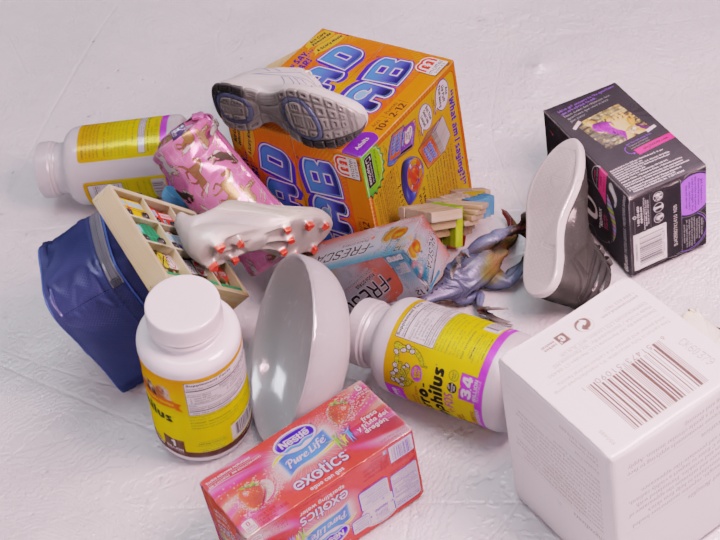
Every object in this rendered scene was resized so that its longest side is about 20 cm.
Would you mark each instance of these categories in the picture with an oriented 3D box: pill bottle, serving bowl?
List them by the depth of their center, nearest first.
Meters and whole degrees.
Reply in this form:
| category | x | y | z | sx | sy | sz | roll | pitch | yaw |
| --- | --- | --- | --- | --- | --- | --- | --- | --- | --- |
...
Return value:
| category | x | y | z | sx | sy | sz | roll | pitch | yaw |
| --- | --- | --- | --- | --- | --- | --- | --- | --- | --- |
| pill bottle | -0.173 | 0.100 | 1.528 | 0.108 | 0.201 | 0.110 | -1 | 47 | 1 |
| pill bottle | 0.082 | 0.092 | 1.550 | 0.198 | 0.105 | 0.104 | 17 | 48 | 30 |
| serving bowl | -0.056 | 0.086 | 1.554 | 0.065 | 0.202 | 0.201 | 8 | 36 | -21 |
| pill bottle | -0.319 | -0.142 | 1.916 | 0.197 | 0.105 | 0.105 | -6 | 41 | 6 |

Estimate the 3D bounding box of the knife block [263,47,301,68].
| category | x | y | z | sx | sy | sz | roll | pitch | yaw |
| --- | --- | --- | --- | --- | --- | --- | --- | --- | --- |
| knife block | -0.092 | -0.207 | 1.970 | 0.199 | 0.064 | 0.175 | -31 | 45 | -21 |

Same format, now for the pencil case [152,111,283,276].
| category | x | y | z | sx | sy | sz | roll | pitch | yaw |
| --- | --- | --- | --- | --- | --- | --- | --- | --- | --- |
| pencil case | -0.152 | -0.088 | 1.713 | 0.083 | 0.201 | 0.086 | -44 | 10 | -31 |

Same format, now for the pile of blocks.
| category | x | y | z | sx | sy | sz | roll | pitch | yaw |
| --- | --- | --- | --- | --- | --- | --- | --- | --- | --- |
| pile of blocks | 0.114 | -0.052 | 1.710 | 0.081 | 0.063 | 0.199 | 6 | 14 | 27 |

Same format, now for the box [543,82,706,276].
| category | x | y | z | sx | sy | sz | roll | pitch | yaw |
| --- | --- | --- | --- | --- | --- | --- | --- | --- | --- |
| box | 0.307 | -0.109 | 1.722 | 0.105 | 0.123 | 0.200 | -22 | 41 | -12 |

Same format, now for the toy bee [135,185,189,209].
| category | x | y | z | sx | sy | sz | roll | pitch | yaw |
| --- | --- | --- | --- | --- | --- | --- | --- | --- | --- |
| toy bee | -0.212 | -0.041 | 1.775 | 0.108 | 0.132 | 0.200 | 34 | 35 | 9 |

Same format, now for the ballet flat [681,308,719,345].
| category | x | y | z | sx | sy | sz | roll | pitch | yaw |
| --- | --- | --- | --- | --- | --- | --- | --- | --- | --- |
| ballet flat | 0.323 | 0.074 | 1.554 | 0.198 | 0.069 | 0.068 | 8 | 44 | 20 |

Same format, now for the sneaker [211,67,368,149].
| category | x | y | z | sx | sy | sz | roll | pitch | yaw |
| --- | --- | --- | --- | --- | --- | --- | --- | --- | --- |
| sneaker | -0.072 | -0.195 | 1.640 | 0.198 | 0.075 | 0.087 | 18 | 45 | 30 |

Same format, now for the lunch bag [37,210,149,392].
| category | x | y | z | sx | sy | sz | roll | pitch | yaw |
| --- | --- | --- | --- | --- | --- | --- | --- | --- | --- |
| lunch bag | -0.253 | 0.029 | 1.646 | 0.131 | 0.201 | 0.137 | -29 | 43 | 7 |

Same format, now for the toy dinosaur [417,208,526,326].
| category | x | y | z | sx | sy | sz | roll | pitch | yaw |
| --- | --- | --- | --- | --- | --- | --- | --- | --- | --- |
| toy dinosaur | 0.129 | 0.018 | 1.686 | 0.180 | 0.106 | 0.200 | -26 | 8 | -3 |

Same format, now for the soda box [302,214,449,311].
| category | x | y | z | sx | sy | sz | roll | pitch | yaw |
| --- | --- | --- | --- | --- | --- | --- | --- | --- | --- |
| soda box | 0.000 | 0.000 | 1.656 | 0.199 | 0.064 | 0.069 | -14 | 31 | 40 |

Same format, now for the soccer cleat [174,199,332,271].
| category | x | y | z | sx | sy | sz | roll | pitch | yaw |
| --- | --- | --- | --- | --- | --- | --- | --- | --- | --- |
| soccer cleat | -0.115 | -0.050 | 1.632 | 0.199 | 0.070 | 0.078 | -10 | 49 | -43 |

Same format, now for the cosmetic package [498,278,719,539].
| category | x | y | z | sx | sy | sz | roll | pitch | yaw |
| --- | --- | --- | --- | --- | --- | --- | --- | --- | --- |
| cosmetic package | 0.247 | 0.154 | 1.379 | 0.164 | 0.202 | 0.165 | -29 | 44 | -19 |

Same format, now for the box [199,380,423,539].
| category | x | y | z | sx | sy | sz | roll | pitch | yaw |
| --- | --- | --- | --- | --- | --- | --- | --- | --- | --- |
| box | -0.045 | 0.216 | 1.454 | 0.199 | 0.103 | 0.095 | -31 | 44 | -20 |

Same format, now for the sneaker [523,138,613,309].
| category | x | y | z | sx | sy | sz | roll | pitch | yaw |
| --- | --- | --- | --- | --- | --- | --- | --- | --- | --- |
| sneaker | 0.241 | -0.044 | 1.662 | 0.070 | 0.099 | 0.202 | -14 | 56 | 44 |

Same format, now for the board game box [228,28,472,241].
| category | x | y | z | sx | sy | sz | roll | pitch | yaw |
| --- | --- | --- | --- | --- | --- | --- | --- | --- | --- |
| board game box | -0.008 | -0.136 | 1.765 | 0.198 | 0.202 | 0.200 | 19 | 49 | 32 |

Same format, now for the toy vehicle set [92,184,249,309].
| category | x | y | z | sx | sy | sz | roll | pitch | yaw |
| --- | --- | --- | --- | --- | --- | --- | --- | --- | --- |
| toy vehicle set | -0.202 | -0.022 | 1.596 | 0.026 | 0.200 | 0.125 | -38 | 73 | 12 |
